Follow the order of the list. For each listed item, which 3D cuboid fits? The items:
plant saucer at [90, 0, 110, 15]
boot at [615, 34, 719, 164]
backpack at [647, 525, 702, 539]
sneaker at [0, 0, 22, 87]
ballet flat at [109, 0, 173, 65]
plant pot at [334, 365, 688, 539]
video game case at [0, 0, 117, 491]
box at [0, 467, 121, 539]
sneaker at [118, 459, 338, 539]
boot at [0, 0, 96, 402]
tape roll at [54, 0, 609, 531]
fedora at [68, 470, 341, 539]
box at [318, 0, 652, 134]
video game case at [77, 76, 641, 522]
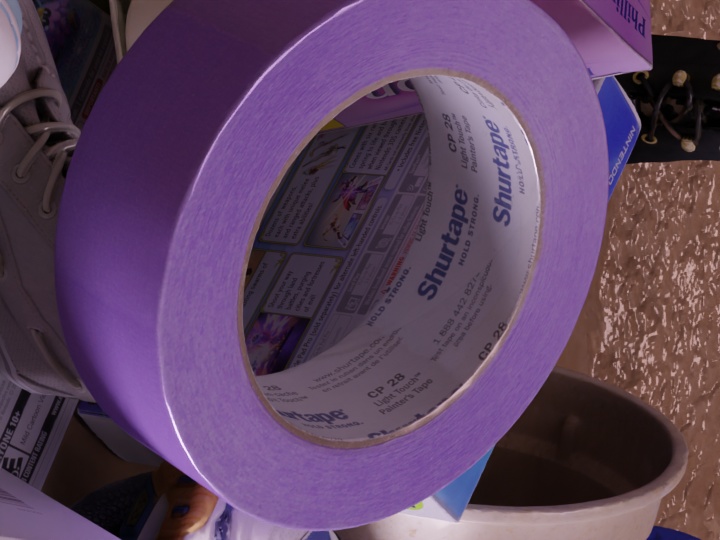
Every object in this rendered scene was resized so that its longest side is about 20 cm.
[{"bbox_3d":[-0.131,-0.112,0.934,0.200,0.031,0.200,-9,102,-50],"label":"plant saucer"},{"bbox_3d":[0.114,-0.081,1.136,0.203,0.154,0.074,-16,106,-49],"label":"boot"},{"bbox_3d":[0.143,0.250,1.211,0.168,0.162,0.200,2,105,-41],"label":"backpack"},{"bbox_3d":[-0.174,-0.128,0.764,0.131,0.200,0.080,-52,158,-43],"label":"sneaker"},{"bbox_3d":[-0.071,-0.118,0.881,0.069,0.069,0.200,14,62,-50],"label":"ballet flat"},{"bbox_3d":[0.037,0.153,1.060,0.200,0.200,0.184,-14,116,-49],"label":"plant pot"},{"bbox_3d":[-0.155,-0.021,0.876,0.182,0.024,0.200,34,73,-46],"label":"video game case"},{"bbox_3d":[-0.171,0.166,0.810,0.097,0.124,0.200,19,93,-48],"label":"box"},{"bbox_3d":[-0.072,0.169,0.872,0.088,0.075,0.200,34,82,-25],"label":"sneaker"},{"bbox_3d":[-0.108,-0.040,0.833,0.074,0.095,0.200,-39,124,-36],"label":"boot"},{"bbox_3d":[-0.006,-0.013,0.818,0.200,0.066,0.200,-18,120,-34],"label":"tape roll"},{"bbox_3d":[-0.081,0.172,0.962,0.200,0.092,0.201,-3,97,-25],"label":"fedora"},{"bbox_3d":[0.017,-0.172,0.950,0.097,0.176,0.200,29,56,-58],"label":"box"},{"bbox_3d":[0.000,0.000,0.986,0.045,0.181,0.200,52,56,-42],"label":"video game case"}]
